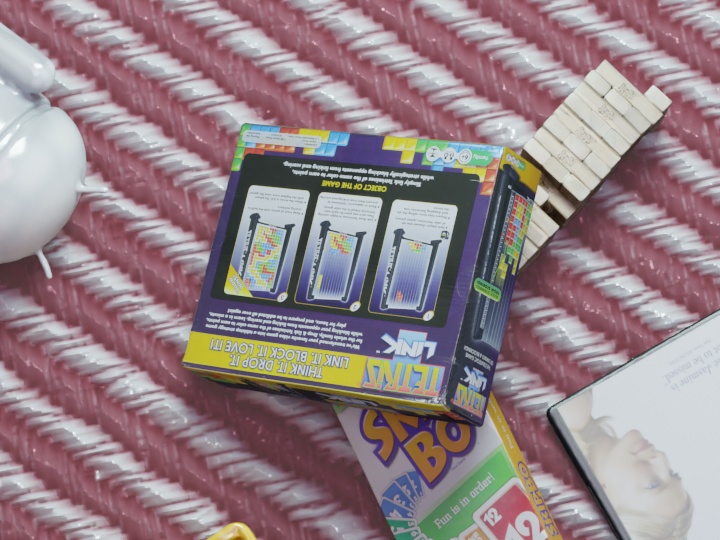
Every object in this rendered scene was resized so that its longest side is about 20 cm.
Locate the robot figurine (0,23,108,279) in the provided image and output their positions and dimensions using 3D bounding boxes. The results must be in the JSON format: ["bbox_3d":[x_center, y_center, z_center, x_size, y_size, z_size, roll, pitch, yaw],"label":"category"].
[{"bbox_3d":[-0.256,-0.082,1.641,0.199,0.113,0.170,36,119,6],"label":"robot figurine"}]

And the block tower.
[{"bbox_3d":[0.113,-0.048,1.675,0.058,0.054,0.200,43,81,5],"label":"block tower"}]

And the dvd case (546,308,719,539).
[{"bbox_3d":[0.228,0.141,1.661,0.142,0.018,0.201,-29,82,-7],"label":"dvd case"}]

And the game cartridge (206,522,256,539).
[{"bbox_3d":[-0.135,0.214,1.545,0.176,0.200,0.033,-34,85,-8],"label":"game cartridge"}]

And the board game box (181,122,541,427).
[{"bbox_3d":[0.000,0.000,1.615,0.199,0.057,0.167,8,79,33],"label":"board game box"}]

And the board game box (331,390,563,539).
[{"bbox_3d":[0.050,0.118,1.631,0.095,0.030,0.201,-27,83,21],"label":"board game box"}]
